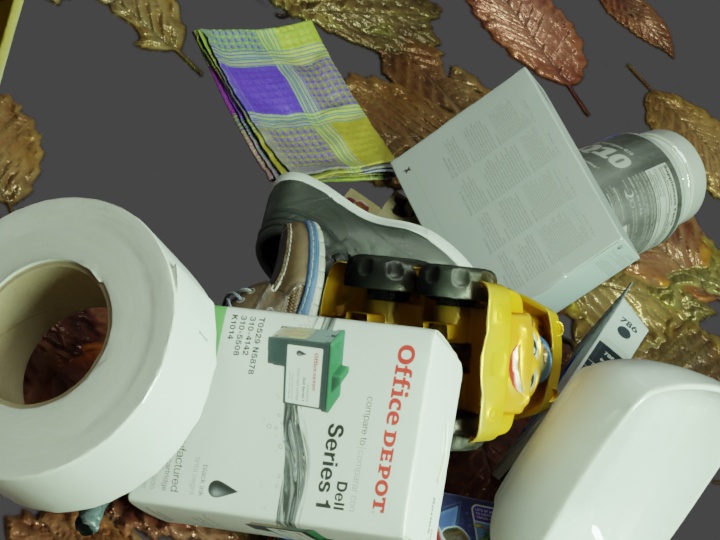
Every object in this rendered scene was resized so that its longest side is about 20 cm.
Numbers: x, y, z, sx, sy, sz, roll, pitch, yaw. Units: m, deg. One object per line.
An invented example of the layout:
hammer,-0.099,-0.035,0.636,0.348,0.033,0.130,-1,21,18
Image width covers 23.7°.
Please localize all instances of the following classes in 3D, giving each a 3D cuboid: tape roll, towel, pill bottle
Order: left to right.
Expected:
tape roll,-0.198,0.055,1.149,0.204,0.201,0.071,66,7,32
towel,-0.058,-0.154,1.572,0.143,0.023,0.201,-7,55,-36
pill bottle,0.231,-0.064,1.599,0.199,0.114,0.114,-22,64,-44

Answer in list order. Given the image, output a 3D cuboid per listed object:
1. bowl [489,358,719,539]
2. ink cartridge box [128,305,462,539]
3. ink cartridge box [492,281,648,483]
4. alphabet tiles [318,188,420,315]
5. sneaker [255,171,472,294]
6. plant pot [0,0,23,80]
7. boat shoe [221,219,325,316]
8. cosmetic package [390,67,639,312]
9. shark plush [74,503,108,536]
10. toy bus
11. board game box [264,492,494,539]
bowl,0.187,0.150,1.291,0.075,0.201,0.199,41,17,35
ink cartridge box,-0.042,0.107,1.175,0.198,0.084,0.148,5,74,16
ink cartridge box,0.182,0.097,1.423,0.039,0.100,0.200,37,42,4
alphabet tiles,0.034,0.010,1.484,0.166,0.006,0.200,34,41,1
sneaker,0.000,0.000,1.418,0.199,0.071,0.099,27,43,2
plant pot,-0.379,-0.283,1.373,0.194,0.195,0.201,5,39,-28
boat shoe,-0.073,0.046,1.302,0.072,0.072,0.202,13,61,-8
cosmetic package,0.130,-0.054,1.488,0.052,0.150,0.201,38,23,-55
shark plush,-0.169,0.101,1.207,0.091,0.084,0.200,35,41,2
toy bus,0.088,0.066,1.320,0.191,0.199,0.137,7,89,-37
board game box,0.027,0.218,1.255,0.198,0.035,0.136,15,44,-22
